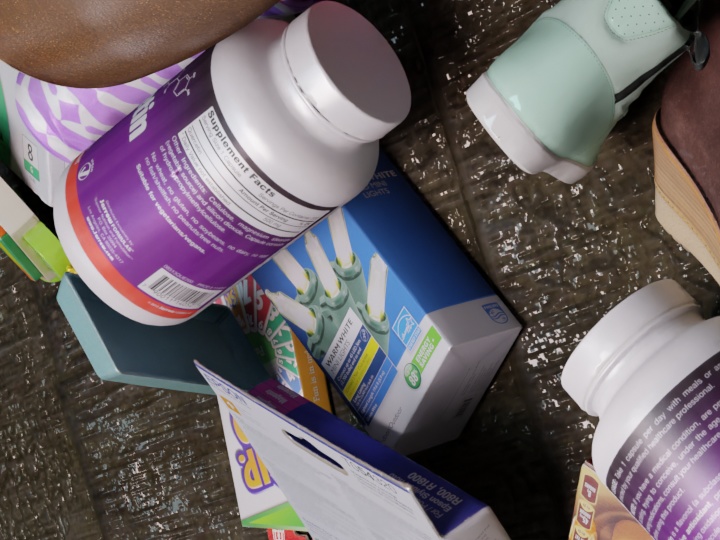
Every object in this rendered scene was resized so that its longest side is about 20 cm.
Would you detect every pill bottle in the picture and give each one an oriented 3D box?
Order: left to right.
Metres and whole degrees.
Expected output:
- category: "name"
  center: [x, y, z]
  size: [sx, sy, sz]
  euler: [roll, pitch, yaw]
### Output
- category: "pill bottle"
  center: [-0.069, -0.062, 1.315]
  size: [0.200, 0.112, 0.113]
  euler: [-36, 73, 31]
- category: "pill bottle"
  center: [0.189, 0.100, 1.132]
  size: [0.200, 0.112, 0.113]
  euler: [48, 136, 23]

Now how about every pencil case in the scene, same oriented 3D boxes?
- category: "pencil case"
  center: [-0.113, -0.133, 1.377]
  size: [0.085, 0.084, 0.200]
  euler: [44, 124, -16]

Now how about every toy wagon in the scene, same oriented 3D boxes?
- category: "toy wagon"
  center: [-0.248, -0.046, 1.639]
  size: [0.200, 0.040, 0.155]
  euler: [43, 171, 35]

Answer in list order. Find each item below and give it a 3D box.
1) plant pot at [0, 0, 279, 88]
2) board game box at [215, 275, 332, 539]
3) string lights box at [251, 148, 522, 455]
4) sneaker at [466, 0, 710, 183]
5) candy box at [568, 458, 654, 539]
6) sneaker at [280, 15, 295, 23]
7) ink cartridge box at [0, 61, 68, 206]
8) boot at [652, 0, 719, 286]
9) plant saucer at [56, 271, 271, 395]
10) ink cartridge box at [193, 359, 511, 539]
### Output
- category: "plant pot"
  center: [-0.090, -0.188, 1.164]
  size: [0.200, 0.187, 0.187]
  euler: [1, 103, 56]
- category: "board game box"
  center: [-0.055, 0.084, 1.522]
  size: [0.095, 0.030, 0.200]
  euler: [-4, 101, 52]
- category: "string lights box"
  center: [0.000, 0.000, 1.393]
  size: [0.200, 0.059, 0.103]
  euler: [52, 136, 27]
- category: "sneaker"
  center: [0.123, -0.103, 1.160]
  size: [0.118, 0.200, 0.074]
  euler: [-39, 89, 12]
- category: "candy box"
  center: [0.159, 0.205, 1.264]
  size: [0.115, 0.055, 0.200]
  euler: [32, 125, 41]
- category: "sneaker"
  center: [-0.065, -0.181, 1.426]
  size: [0.085, 0.073, 0.200]
  euler: [22, 118, 13]
- category: "ink cartridge box"
  center: [-0.227, -0.164, 1.605]
  size: [0.161, 0.050, 0.200]
  euler: [39, 138, 51]
- category: "boot"
  center: [0.211, -0.054, 1.096]
  size: [0.200, 0.072, 0.167]
  euler: [41, 134, 41]
- category: "plant saucer"
  center: [-0.114, 0.043, 1.415]
  size: [0.019, 0.200, 0.070]
  euler: [-37, 70, 17]
- category: "ink cartridge box"
  center: [0.015, 0.135, 1.357]
  size: [0.196, 0.043, 0.200]
  euler: [27, 155, 44]
